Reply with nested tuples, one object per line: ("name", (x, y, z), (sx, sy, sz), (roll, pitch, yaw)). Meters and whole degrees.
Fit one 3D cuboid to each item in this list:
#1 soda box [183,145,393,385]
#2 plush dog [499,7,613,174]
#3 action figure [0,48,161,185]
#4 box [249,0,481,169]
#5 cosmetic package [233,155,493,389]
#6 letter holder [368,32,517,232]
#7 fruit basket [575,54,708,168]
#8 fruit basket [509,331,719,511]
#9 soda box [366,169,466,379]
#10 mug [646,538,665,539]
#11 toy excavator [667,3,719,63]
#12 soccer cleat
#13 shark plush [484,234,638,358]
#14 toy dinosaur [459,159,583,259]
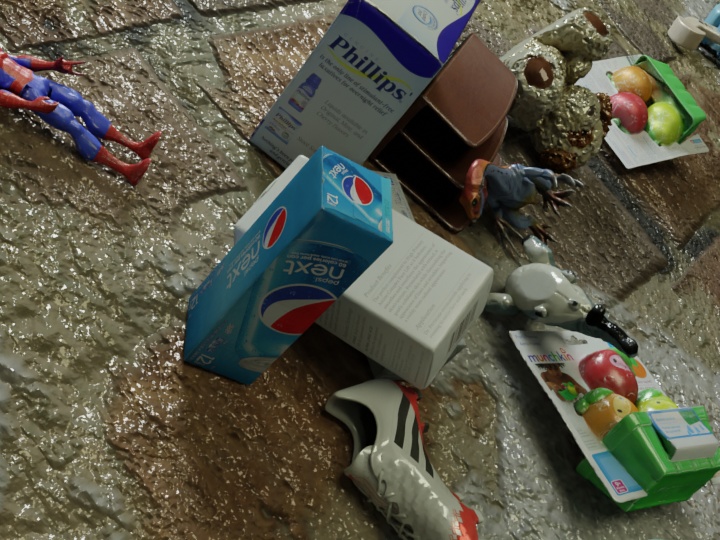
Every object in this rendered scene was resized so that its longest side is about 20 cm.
("soda box", (-0.058, 0.002, 0.853), (0.064, 0.200, 0.068), (24, 41, -25))
("plush dog", (0.240, -0.205, 1.418), (0.200, 0.160, 0.172), (-44, 106, -38))
("action figure", (-0.261, -0.145, 0.934), (0.199, 0.052, 0.066), (28, 43, -18))
("box", (0.008, -0.201, 1.111), (0.105, 0.200, 0.184), (37, 37, -8))
("cosmetic package", (0.000, 0.000, 0.950), (0.199, 0.074, 0.102), (32, 58, 15))
("letter holder", (0.117, -0.152, 1.255), (0.142, 0.101, 0.200), (43, 36, -5))
("fruit basket", (0.389, -0.226, 1.615), (0.199, 0.094, 0.186), (-18, 67, -33))
("fruit basket", (0.259, 0.131, 1.112), (0.185, 0.094, 0.201), (3, 50, -41))
("soda box", (0.023, 0.001, 1.045), (0.068, 0.063, 0.201), (5, 52, -38))
("mug", (0.214, 0.309, 0.888), (0.184, 0.114, 0.153), (-5, 59, -45))
("toy excavator", (0.643, -0.429, 2.042), (0.199, 0.100, 0.195), (22, 38, -8))
("soccer cleat", (0.033, 0.173, 0.895), (0.085, 0.069, 0.201), (1, 51, -32))
("shark plush", (0.211, 0.031, 1.121), (0.083, 0.200, 0.091), (41, 75, -33))
("toy dinosaur", (0.152, -0.079, 1.218), (0.181, 0.105, 0.200), (28, 6, -39))
